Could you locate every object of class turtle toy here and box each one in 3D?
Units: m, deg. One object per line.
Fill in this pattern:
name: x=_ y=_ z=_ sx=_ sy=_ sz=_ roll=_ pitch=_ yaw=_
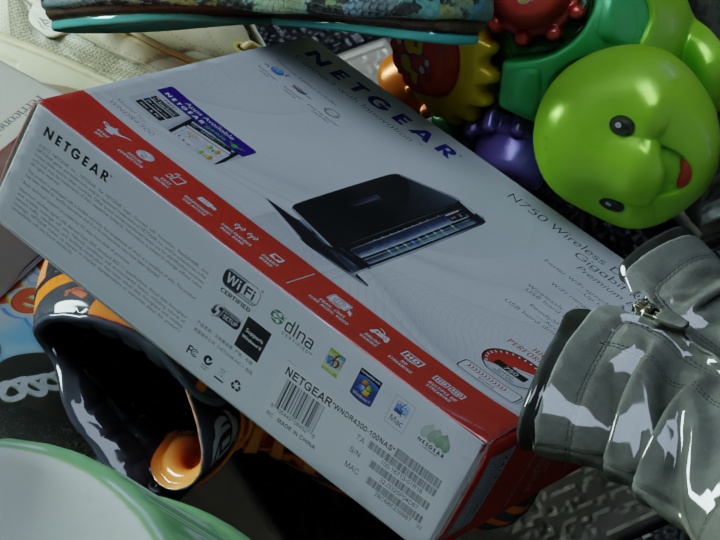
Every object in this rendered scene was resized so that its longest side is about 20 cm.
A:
turtle toy: x=0.074 y=-0.086 z=1.113 sx=0.101 sy=0.146 sz=0.200 roll=-18 pitch=38 yaw=-30

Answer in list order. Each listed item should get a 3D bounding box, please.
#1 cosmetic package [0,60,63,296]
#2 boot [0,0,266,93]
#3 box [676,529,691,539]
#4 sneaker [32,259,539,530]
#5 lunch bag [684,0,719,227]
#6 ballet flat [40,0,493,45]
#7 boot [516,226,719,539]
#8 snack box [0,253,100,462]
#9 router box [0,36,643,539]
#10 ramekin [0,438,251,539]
cosmetic package: x=-0.217 y=-0.056 z=1.122 sx=0.200 sy=0.073 sz=0.104 roll=27 pitch=51 yaw=24
boot: x=-0.054 y=-0.120 z=1.195 sx=0.200 sy=0.073 sz=0.156 roll=18 pitch=80 yaw=21
box: x=0.164 y=0.089 z=1.001 sx=0.107 sy=0.149 sz=0.200 roll=11 pitch=49 yaw=8
sneaker: x=-0.031 y=0.057 z=1.034 sx=0.200 sy=0.078 sz=0.112 roll=26 pitch=27 yaw=-4
lunch bag: x=0.146 y=-0.152 z=1.174 sx=0.117 sy=0.200 sz=0.164 roll=-19 pitch=48 yaw=-23
ballet flat: x=-0.035 y=-0.121 z=1.095 sx=0.200 sy=0.074 sz=0.074 roll=4 pitch=44 yaw=31
boot: x=0.102 y=0.071 z=0.883 sx=0.130 sy=0.068 sz=0.200 roll=20 pitch=43 yaw=22
snack box: x=-0.163 y=0.026 z=1.122 sx=0.200 sy=0.037 sz=0.116 roll=24 pitch=50 yaw=19
router box: x=0.000 y=0.000 z=1.020 sx=0.200 sy=0.049 sz=0.179 roll=36 pitch=27 yaw=19
ramekin: x=-0.112 y=0.151 z=0.919 sx=0.200 sy=0.098 sz=0.200 roll=-10 pitch=63 yaw=20
